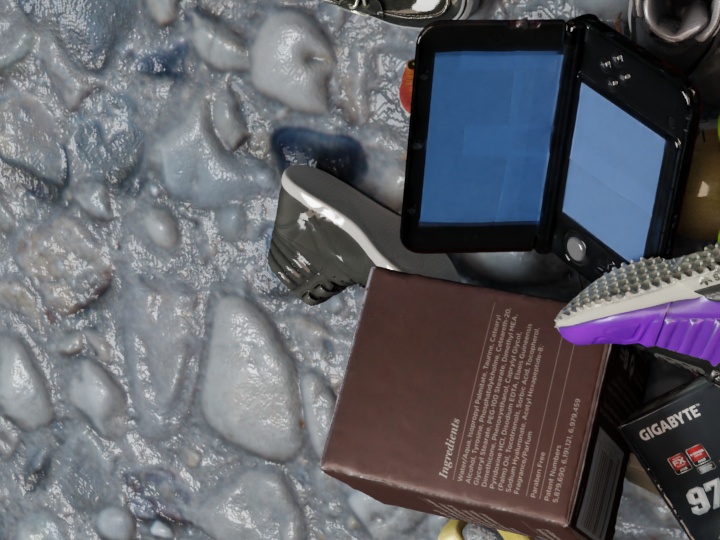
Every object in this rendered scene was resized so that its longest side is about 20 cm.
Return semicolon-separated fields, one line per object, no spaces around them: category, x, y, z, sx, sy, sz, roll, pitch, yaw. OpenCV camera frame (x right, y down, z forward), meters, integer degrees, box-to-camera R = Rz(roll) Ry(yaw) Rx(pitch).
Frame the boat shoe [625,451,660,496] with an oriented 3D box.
boat shoe;0.197;0.120;1.418;0.199;0.073;0.063;28;75;28

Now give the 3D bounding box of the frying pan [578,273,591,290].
frying pan;0.207;0.018;1.318;0.115;0.031;0.191;113;153;-47

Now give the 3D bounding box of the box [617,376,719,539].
box;0.302;0.137;1.218;0.200;0.046;0.160;-34;89;47

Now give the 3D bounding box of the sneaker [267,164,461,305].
sneaker;0.000;0.000;1.485;0.200;0.071;0.100;36;124;22

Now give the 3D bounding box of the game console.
game console;0.129;-0.067;1.204;0.172;0.118;0.201;41;142;37

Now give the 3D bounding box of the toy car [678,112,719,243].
toy car;0.262;-0.084;1.249;0.199;0.164;0.159;11;112;42

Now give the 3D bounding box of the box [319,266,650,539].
box;0.102;0.110;1.321;0.199;0.166;0.165;11;78;21

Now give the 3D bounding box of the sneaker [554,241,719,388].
sneaker;0.225;0.041;1.160;0.199;0.070;0.100;-16;105;42

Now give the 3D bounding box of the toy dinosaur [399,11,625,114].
toy dinosaur;0.116;-0.151;1.317;0.180;0.200;0.106;-7;85;6

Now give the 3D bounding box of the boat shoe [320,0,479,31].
boat shoe;-0.001;-0.237;1.402;0.199;0.071;0.073;17;114;26

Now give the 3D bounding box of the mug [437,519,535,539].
mug;0.158;0.286;1.425;0.148;0.153;0.188;0;105;32

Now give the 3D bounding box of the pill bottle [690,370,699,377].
pill bottle;0.338;0.092;1.275;0.200;0.112;0.112;47;123;11

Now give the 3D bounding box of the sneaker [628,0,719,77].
sneaker;0.225;-0.187;1.224;0.075;0.114;0.201;22;140;9
